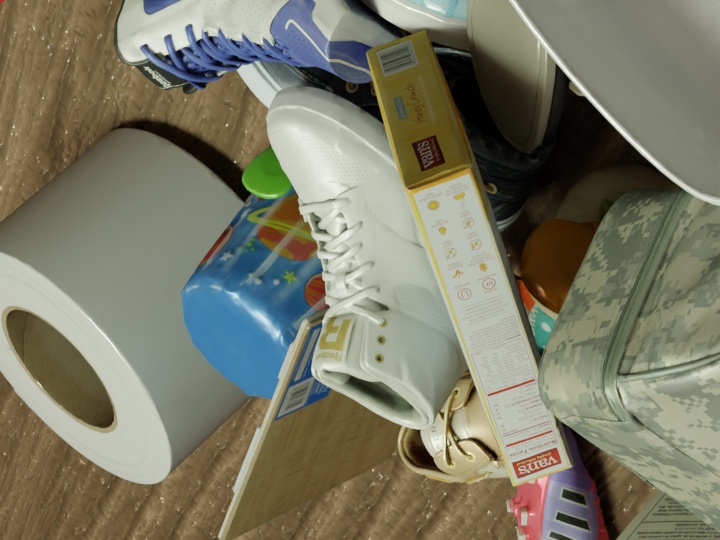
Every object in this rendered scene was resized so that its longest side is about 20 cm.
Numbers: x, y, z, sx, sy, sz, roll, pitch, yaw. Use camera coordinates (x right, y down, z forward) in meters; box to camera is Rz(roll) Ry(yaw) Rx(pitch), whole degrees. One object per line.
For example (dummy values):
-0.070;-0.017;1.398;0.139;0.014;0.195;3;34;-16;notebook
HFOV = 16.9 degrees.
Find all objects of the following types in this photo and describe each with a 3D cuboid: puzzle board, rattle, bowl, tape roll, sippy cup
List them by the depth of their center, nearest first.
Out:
0.174;-0.152;1.076;0.200;0.075;0.200;-40;93;22;bowl
0.101;0.020;1.347;0.200;0.143;0.131;-5;115;54;rattle
-0.009;0.073;1.490;0.017;0.150;0.200;45;136;25;puzzle board
-0.038;0.007;1.503;0.139;0.130;0.178;-11;119;54;sippy cup
-0.154;0.025;1.630;0.202;0.139;0.203;34;150;23;tape roll

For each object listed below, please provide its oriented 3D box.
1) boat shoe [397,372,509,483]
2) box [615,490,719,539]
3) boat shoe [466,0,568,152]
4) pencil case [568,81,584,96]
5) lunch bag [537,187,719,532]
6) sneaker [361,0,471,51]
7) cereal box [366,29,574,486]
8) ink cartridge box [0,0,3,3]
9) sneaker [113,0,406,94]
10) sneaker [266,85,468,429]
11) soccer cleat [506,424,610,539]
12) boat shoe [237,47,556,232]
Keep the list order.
0.070;0.100;1.492;0.200;0.069;0.074;132;129;-72;boat shoe
0.206;0.204;1.387;0.128;0.200;0.109;-7;122;52;box
0.096;-0.151;1.208;0.073;0.063;0.201;41;143;46;boat shoe
0.200;-0.085;1.170;0.200;0.078;0.090;27;100;25;pencil case
0.214;0.049;1.145;0.200;0.140;0.168;36;161;-25;lunch bag
0.017;-0.193;1.268;0.200;0.074;0.082;36;147;9;sneaker
0.057;-0.006;1.262;0.144;0.039;0.200;-105;-5;-55;cereal box
-0.159;-0.244;1.286;0.067;0.200;0.116;28;144;24;ink cartridge box
-0.068;-0.137;1.345;0.080;0.115;0.199;24;-167;-49;sneaker
0.000;0.000;1.355;0.074;0.116;0.200;-10;129;47;sneaker
0.135;0.172;1.575;0.076;0.067;0.201;-5;126;-6;soccer cleat
0.020;-0.106;1.372;0.200;0.071;0.091;34;147;3;boat shoe
